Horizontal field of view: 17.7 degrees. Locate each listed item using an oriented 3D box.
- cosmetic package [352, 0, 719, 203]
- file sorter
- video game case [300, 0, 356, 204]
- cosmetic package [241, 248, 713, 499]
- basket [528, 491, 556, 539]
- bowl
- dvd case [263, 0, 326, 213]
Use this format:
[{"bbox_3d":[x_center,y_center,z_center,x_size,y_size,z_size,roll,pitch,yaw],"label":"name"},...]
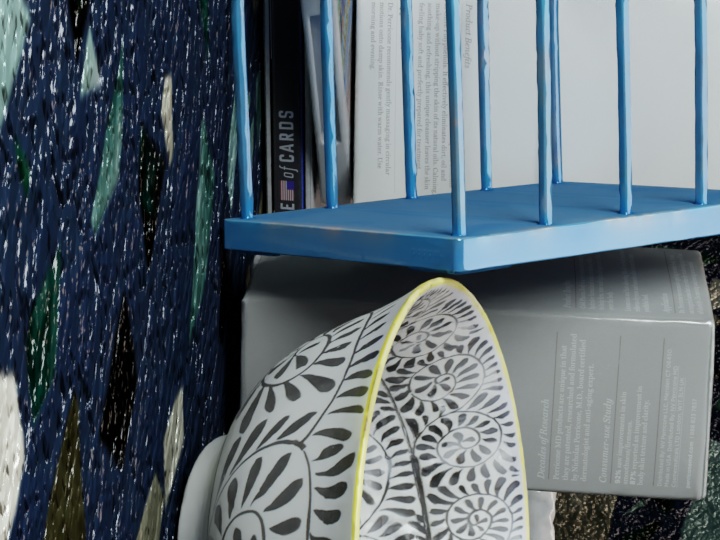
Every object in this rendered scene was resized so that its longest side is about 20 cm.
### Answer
[{"bbox_3d":[0.098,-0.082,1.098,0.085,0.198,0.108,-64,157,-80],"label":"cosmetic package"},{"bbox_3d":[0.062,-0.073,0.943,0.199,0.138,0.124,-7,99,-41],"label":"file sorter"},{"bbox_3d":[-0.011,-0.144,1.064,0.200,0.018,0.144,86,8,-58],"label":"video game case"},{"bbox_3d":[0.050,0.038,0.999,0.107,0.198,0.091,-69,159,-71],"label":"cosmetic package"},{"bbox_3d":[0.043,0.212,1.463,0.200,0.160,0.200,-43,134,-84],"label":"basket"},{"bbox_3d":[-0.009,0.105,0.856,0.201,0.094,0.202,-3,90,-70],"label":"bowl"},{"bbox_3d":[-0.029,-0.089,1.153,0.151,0.025,0.201,-83,175,-55],"label":"dvd case"}]
